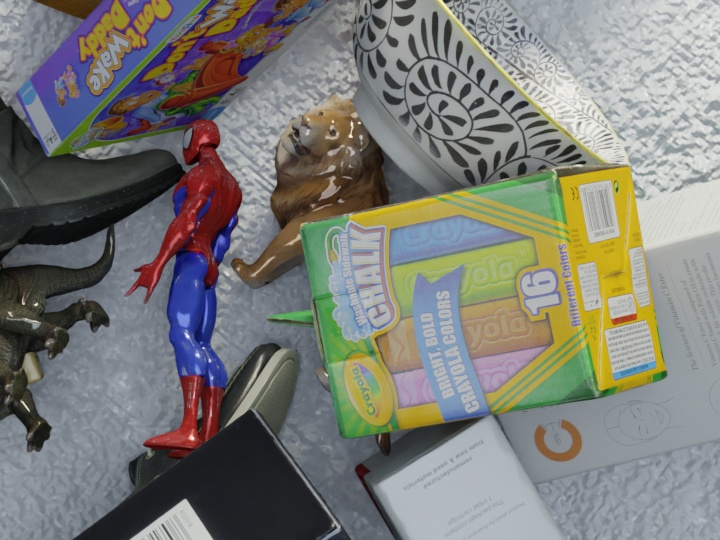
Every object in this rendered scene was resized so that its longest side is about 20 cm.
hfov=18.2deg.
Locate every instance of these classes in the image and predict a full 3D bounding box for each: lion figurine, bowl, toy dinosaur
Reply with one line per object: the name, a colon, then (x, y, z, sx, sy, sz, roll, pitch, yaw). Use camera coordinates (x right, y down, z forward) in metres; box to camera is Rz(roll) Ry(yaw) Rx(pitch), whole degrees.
lion figurine: (0.000, 0.000, 1.358, 0.122, 0.072, 0.200, -37, 78, 0)
bowl: (0.058, -0.103, 1.331, 0.201, 0.201, 0.094, 46, 106, -3)
toy dinosaur: (-0.211, 0.041, 1.295, 0.102, 0.077, 0.201, 17, 70, 26)

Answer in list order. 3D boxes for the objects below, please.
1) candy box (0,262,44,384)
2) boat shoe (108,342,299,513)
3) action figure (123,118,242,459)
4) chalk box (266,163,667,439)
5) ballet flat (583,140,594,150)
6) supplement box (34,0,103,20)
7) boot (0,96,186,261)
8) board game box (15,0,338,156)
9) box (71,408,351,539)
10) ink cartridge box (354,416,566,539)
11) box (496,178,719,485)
candy box: (-0.279, -0.007, 1.355, 0.116, 0.056, 0.201, -21, 92, -7)
boat shoe: (-0.109, 0.122, 1.363, 0.067, 0.072, 0.200, 31, 80, 22)
action figure: (-0.100, 0.008, 1.323, 0.051, 0.065, 0.201, 1, 76, 22)
chalk box: (0.049, 0.021, 1.239, 0.199, 0.124, 0.125, -12, 89, 27)
ballet flat: (0.176, 0.012, 1.391, 0.062, 0.067, 0.200, -39, 92, 2)
supplement box: (-0.163, -0.189, 1.297, 0.068, 0.200, 0.067, 16, 88, 0)
boot: (-0.204, -0.078, 1.326, 0.199, 0.068, 0.131, -20, 85, -36)
board game box: (-0.089, -0.143, 1.281, 0.134, 0.200, 0.045, -17, 74, -47)
box: (-0.079, 0.221, 1.289, 0.196, 0.118, 0.200, -35, 135, -5)
ink cartridge box: (0.085, 0.187, 1.338, 0.083, 0.146, 0.201, -31, 92, -5)
box: (0.175, 0.032, 1.319, 0.199, 0.098, 0.125, -16, 106, 25)
